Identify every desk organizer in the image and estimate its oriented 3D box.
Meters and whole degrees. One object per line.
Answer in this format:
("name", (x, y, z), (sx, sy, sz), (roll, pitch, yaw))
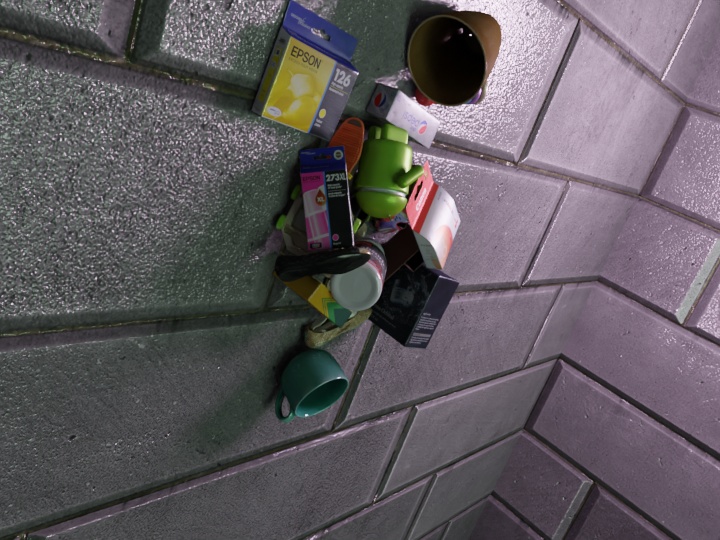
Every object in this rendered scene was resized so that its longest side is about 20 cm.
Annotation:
("desk organizer", (0.075, -0.011, 1.531), (0.200, 0.077, 0.072), (-43, 147, 8))

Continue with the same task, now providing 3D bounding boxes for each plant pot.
("plant pot", (0.230, -0.485, 1.358), (0.200, 0.184, 0.189), (-44, 146, -40))

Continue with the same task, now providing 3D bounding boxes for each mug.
("mug", (-0.134, 0.274, 1.530), (0.183, 0.115, 0.153), (-22, 148, -23))

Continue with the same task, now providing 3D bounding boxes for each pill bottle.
("pill bottle", (0.000, 0.000, 1.393), (0.200, 0.114, 0.118), (-72, 180, -69))

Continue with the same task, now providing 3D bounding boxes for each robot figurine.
("robot figurine", (0.050, -0.206, 1.338), (0.114, 0.174, 0.204), (7, 89, -41))

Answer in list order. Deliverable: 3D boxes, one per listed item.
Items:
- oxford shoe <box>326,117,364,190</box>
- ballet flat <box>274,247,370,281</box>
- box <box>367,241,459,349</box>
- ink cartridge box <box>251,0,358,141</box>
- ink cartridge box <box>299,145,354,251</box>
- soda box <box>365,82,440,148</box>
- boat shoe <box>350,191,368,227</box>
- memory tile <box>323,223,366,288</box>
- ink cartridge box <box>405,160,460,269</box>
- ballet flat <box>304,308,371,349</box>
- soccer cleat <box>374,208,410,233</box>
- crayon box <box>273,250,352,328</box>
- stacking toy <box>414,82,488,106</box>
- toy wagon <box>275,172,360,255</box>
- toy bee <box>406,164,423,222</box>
("oxford shoe", (-0.037, -0.225, 1.326), (0.073, 0.070, 0.203), (-35, 147, -73))
("ballet flat", (-0.076, -0.023, 1.251), (0.196, 0.058, 0.067), (-9, 144, -7))
("box", (0.117, 0.064, 1.614), (0.117, 0.196, 0.203), (13, 106, -53))
("ink cartridge box", (-0.090, -0.361, 1.156), (0.196, 0.047, 0.203), (6, 114, -52))
("ink cartridge box", (-0.068, -0.144, 1.247), (0.037, 0.093, 0.204), (-92, 176, -85))
("soda box", (0.099, -0.342, 1.387), (0.199, 0.063, 0.069), (15, 104, -55))
("boat shoe", (0.027, -0.162, 1.439), (0.200, 0.067, 0.072), (-42, 141, -24))
("memory tile", (-0.035, -0.015, 1.522), (0.152, 0.017, 0.202), (-36, 140, -29))
("ink cartridge box", (0.174, -0.129, 1.456), (0.164, 0.049, 0.201), (-64, 147, -33))
("ballet flat", (-0.055, 0.123, 1.549), (0.198, 0.070, 0.066), (-31, 130, -25))
("soccer cleat", (0.080, -0.117, 1.483), (0.067, 0.076, 0.200), (-52, 172, -8))
("crayon box", (-0.111, 0.044, 1.378), (0.051, 0.126, 0.200), (-51, 144, -7))
("stacking toy", (0.206, -0.419, 1.454), (0.198, 0.085, 0.087), (-21, 132, -34))
("toy wagon", (-0.076, -0.117, 1.286), (0.202, 0.153, 0.040), (-61, -175, 6))
("toy bee", (0.156, -0.170, 1.560), (0.201, 0.106, 0.133), (96, -5, -58))
